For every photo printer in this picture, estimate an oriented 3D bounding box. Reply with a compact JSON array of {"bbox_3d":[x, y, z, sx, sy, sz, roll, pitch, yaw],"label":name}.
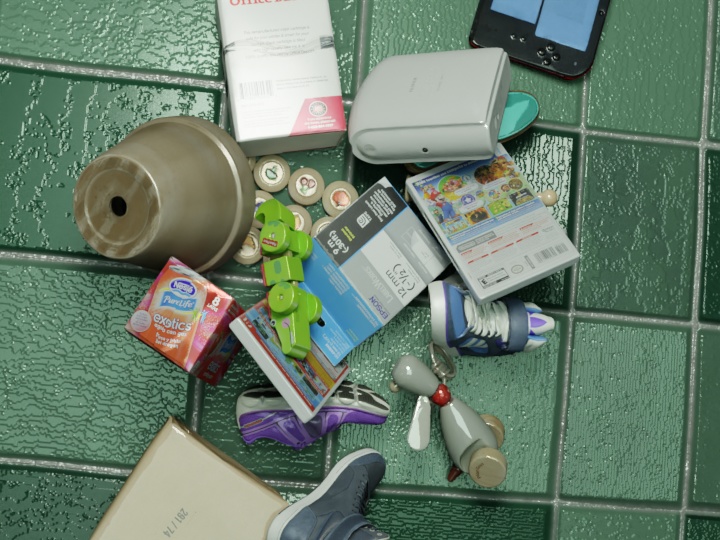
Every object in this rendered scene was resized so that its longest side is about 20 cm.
[{"bbox_3d":[0.083,-0.209,1.347,0.196,0.070,0.168,0,46,21],"label":"photo printer"}]

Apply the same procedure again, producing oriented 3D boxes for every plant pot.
[{"bbox_3d":[-0.246,-0.083,1.263,0.196,0.173,0.204,2,98,17],"label":"plant pot"}]

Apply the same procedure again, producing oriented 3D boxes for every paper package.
[{"bbox_3d":[-0.214,0.315,1.303,0.189,0.103,0.202,35,81,-3],"label":"paper package"}]

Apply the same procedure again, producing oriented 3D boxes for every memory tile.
[{"bbox_3d":[-0.110,-0.072,1.394,0.197,0.017,0.156,21,83,-5],"label":"memory tile"}]

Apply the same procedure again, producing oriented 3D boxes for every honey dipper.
[{"bbox_3d":[0.157,-0.100,1.377,0.196,0.038,0.039,4,84,6],"label":"honey dipper"}]

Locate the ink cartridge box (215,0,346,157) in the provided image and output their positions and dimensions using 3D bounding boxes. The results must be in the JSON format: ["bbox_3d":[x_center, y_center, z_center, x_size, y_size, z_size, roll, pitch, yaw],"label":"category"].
[{"bbox_3d":[-0.105,-0.261,1.371,0.142,0.084,0.204,-7,83,-11],"label":"ink cartridge box"}]

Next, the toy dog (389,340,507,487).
[{"bbox_3d":[0.104,0.200,1.359,0.096,0.132,0.201,-41,83,23],"label":"toy dog"}]

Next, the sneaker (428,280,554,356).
[{"bbox_3d":[0.166,0.057,1.316,0.143,0.200,0.082,-7,71,12],"label":"sneaker"}]

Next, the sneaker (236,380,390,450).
[{"bbox_3d":[-0.060,0.188,1.360,0.196,0.081,0.085,-2,102,0],"label":"sneaker"}]

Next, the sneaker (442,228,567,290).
[{"bbox_3d":[0.175,-0.016,1.410,0.198,0.075,0.083,-30,61,-7],"label":"sneaker"}]

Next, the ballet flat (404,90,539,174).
[{"bbox_3d":[0.142,-0.179,1.407,0.198,0.072,0.069,-29,88,-10],"label":"ballet flat"}]

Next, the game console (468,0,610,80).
[{"bbox_3d":[0.256,-0.377,1.461,0.174,0.031,0.204,18,82,-6],"label":"game console"}]

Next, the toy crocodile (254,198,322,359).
[{"bbox_3d":[-0.092,0.008,1.280,0.061,0.067,0.204,-17,71,26],"label":"toy crocodile"}]

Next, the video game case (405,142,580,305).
[{"bbox_3d":[0.162,-0.063,1.319,0.141,0.018,0.202,-22,58,-13],"label":"video game case"}]

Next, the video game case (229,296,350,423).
[{"bbox_3d":[-0.081,0.096,1.296,0.017,0.200,0.144,-37,91,16],"label":"video game case"}]

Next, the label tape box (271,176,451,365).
[{"bbox_3d":[0.000,0.000,1.352,0.200,0.066,0.144,-41,94,-26],"label":"label tape box"}]

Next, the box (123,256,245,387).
[{"bbox_3d":[-0.199,0.067,1.273,0.095,0.200,0.101,31,81,7],"label":"box"}]

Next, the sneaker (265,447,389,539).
[{"bbox_3d":[0.004,0.302,1.284,0.201,0.144,0.078,-35,129,-42],"label":"sneaker"}]
